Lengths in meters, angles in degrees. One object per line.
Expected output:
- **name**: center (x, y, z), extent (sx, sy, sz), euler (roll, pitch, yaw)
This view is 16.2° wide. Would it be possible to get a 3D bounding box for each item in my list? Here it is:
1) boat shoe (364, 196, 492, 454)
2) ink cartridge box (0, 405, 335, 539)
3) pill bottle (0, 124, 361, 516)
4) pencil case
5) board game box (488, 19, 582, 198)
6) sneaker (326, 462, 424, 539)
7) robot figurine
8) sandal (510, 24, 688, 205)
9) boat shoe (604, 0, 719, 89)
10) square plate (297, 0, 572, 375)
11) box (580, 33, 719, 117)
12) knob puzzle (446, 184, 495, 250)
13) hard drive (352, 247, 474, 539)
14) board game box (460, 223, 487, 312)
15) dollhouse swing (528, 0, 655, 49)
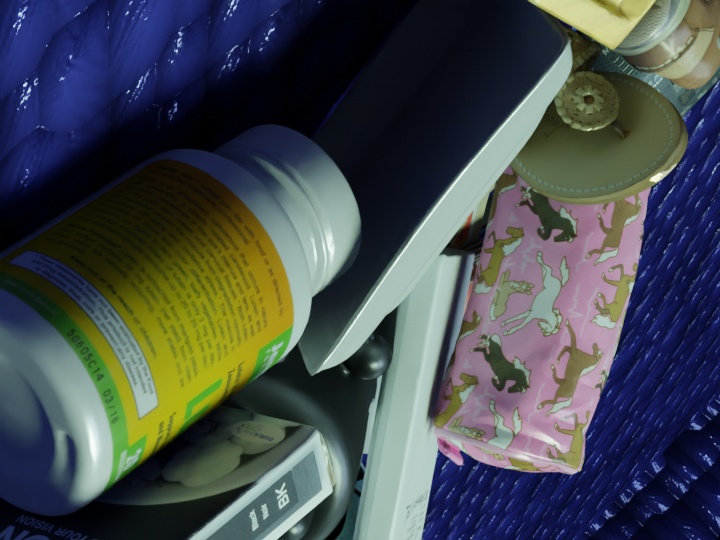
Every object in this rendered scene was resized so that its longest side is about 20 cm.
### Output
- **boat shoe**: center (0.058, 0.033, 1.607), extent (0.200, 0.066, 0.070), euler (-63, 162, -23)
- **ink cartridge box**: center (-0.147, 0.120, 1.132), extent (0.200, 0.198, 0.043), euler (-39, 125, -36)
- **pill bottle**: center (-0.092, 0.014, 1.135), extent (0.200, 0.111, 0.111), euler (-36, 162, -39)
- **pencil case**: center (0.098, 0.012, 1.366), extent (0.086, 0.083, 0.200), euler (2, -102, 65)
- **board game box**: center (0.111, -0.134, 1.483), extent (0.200, 0.045, 0.134), euler (-47, 166, -3)
- **sneaker**: center (-0.042, 0.123, 1.522), extent (0.074, 0.200, 0.118), euler (-51, 137, -4)
- **robot figurine**: center (-0.054, 0.072, 1.295), extent (0.200, 0.150, 0.125), euler (-77, 166, -60)
- **sandal**: center (0.082, -0.100, 1.306), extent (0.078, 0.212, 0.070), euler (-47, 123, -2)
- **boat shoe**: center (0.165, -0.173, 1.340), extent (0.076, 0.072, 0.200), euler (-24, -142, 38)
- **square plate**: center (0.027, -0.060, 1.245), extent (0.200, 0.028, 0.198), euler (-53, -158, 13)
- **box**: center (0.186, -0.141, 1.489), extent (0.200, 0.051, 0.158), euler (-48, 167, 3)
- **knob puzzle**: center (0.000, 0.000, 1.441), extent (0.219, 0.030, 0.220), euler (-30, 165, -9)
- **hard drive**: center (0.026, 0.087, 1.384), extent (0.132, 0.027, 0.200), euler (-7, 108, -81)
- **board game box**: center (0.026, 0.026, 1.524), extent (0.200, 0.019, 0.103), euler (-31, -166, -11)
- **dollhouse swing**: center (0.102, -0.238, 1.140), extent (0.200, 0.176, 0.182), euler (-52, -161, 18)
